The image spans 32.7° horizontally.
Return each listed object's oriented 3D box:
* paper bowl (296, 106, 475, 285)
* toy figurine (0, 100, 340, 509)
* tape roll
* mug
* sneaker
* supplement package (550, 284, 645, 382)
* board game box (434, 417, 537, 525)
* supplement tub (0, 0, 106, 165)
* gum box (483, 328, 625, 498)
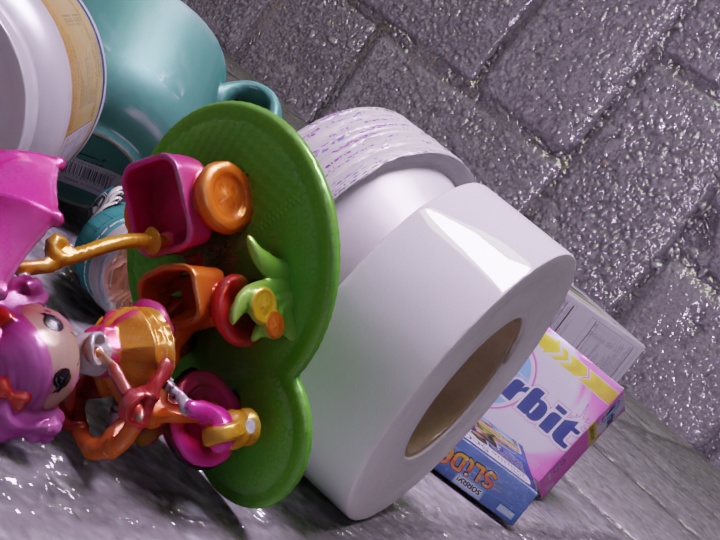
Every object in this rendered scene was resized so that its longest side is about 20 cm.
[{"bbox_3d":[0.000,0.000,0.832,0.104,0.201,0.200,40,8,30],"label":"paper bowl"},{"bbox_3d":[-0.120,0.019,0.540,0.150,0.201,0.184,-11,-5,40],"label":"toy figurine"},{"bbox_3d":[0.037,0.049,0.723,0.071,0.203,0.202,39,8,19],"label":"tape roll"},{"bbox_3d":[-0.166,-0.115,0.857,0.152,0.184,0.115,56,35,-43],"label":"mug"},{"bbox_3d":[-0.149,-0.017,0.775,0.080,0.071,0.200,37,0,7],"label":"sneaker"},{"bbox_3d":[0.211,0.077,1.516,0.200,0.151,0.152,31,11,-40],"label":"supplement package"},{"bbox_3d":[0.049,0.114,0.995,0.200,0.035,0.135,37,7,-2],"label":"board game box"},{"bbox_3d":[-0.216,-0.099,0.644,0.144,0.145,0.200,36,8,-10],"label":"supplement tub"},{"bbox_3d":[0.130,0.096,1.132,0.200,0.114,0.066,41,-10,24],"label":"gum box"}]
